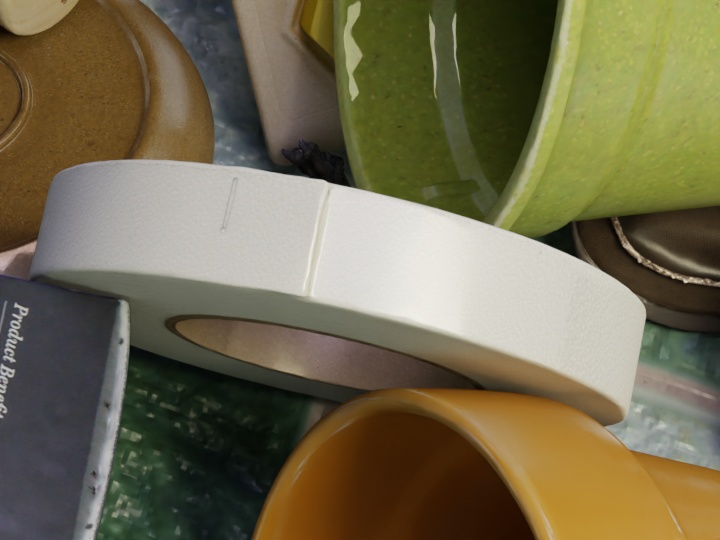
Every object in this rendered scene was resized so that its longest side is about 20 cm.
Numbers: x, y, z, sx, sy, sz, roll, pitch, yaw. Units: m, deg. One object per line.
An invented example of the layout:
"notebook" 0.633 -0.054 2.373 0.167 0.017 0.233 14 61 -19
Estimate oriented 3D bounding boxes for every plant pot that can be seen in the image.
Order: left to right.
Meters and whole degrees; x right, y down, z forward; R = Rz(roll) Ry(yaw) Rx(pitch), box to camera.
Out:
"plant pot" -0.153 -0.056 0.837 0.198 0.028 0.201 1 51 -1
"plant pot" 0.084 0.139 0.720 0.182 0.200 0.201 2 57 -32
"plant pot" 0.110 -0.098 0.771 0.183 0.201 0.202 1 58 -21

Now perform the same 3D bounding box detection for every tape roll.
"tape roll" -0.008 0.012 0.730 0.201 0.203 0.037 14 80 -6

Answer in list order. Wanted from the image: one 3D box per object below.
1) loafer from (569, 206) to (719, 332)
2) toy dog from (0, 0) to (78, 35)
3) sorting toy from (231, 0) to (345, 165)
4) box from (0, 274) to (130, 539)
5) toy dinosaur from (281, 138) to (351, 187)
"loafer" 0.182 -0.021 0.902 0.198 0.071 0.073 3 58 -13
"toy dog" -0.182 -0.111 0.800 0.131 0.097 0.201 19 53 14
"sorting toy" 0.035 -0.146 0.853 0.184 0.201 0.037 -18 33 -10
"box" -0.182 0.068 0.707 0.198 0.148 0.105 12 56 -8
"toy dinosaur" 0.000 0.000 0.857 0.199 0.047 0.089 16 73 -4
